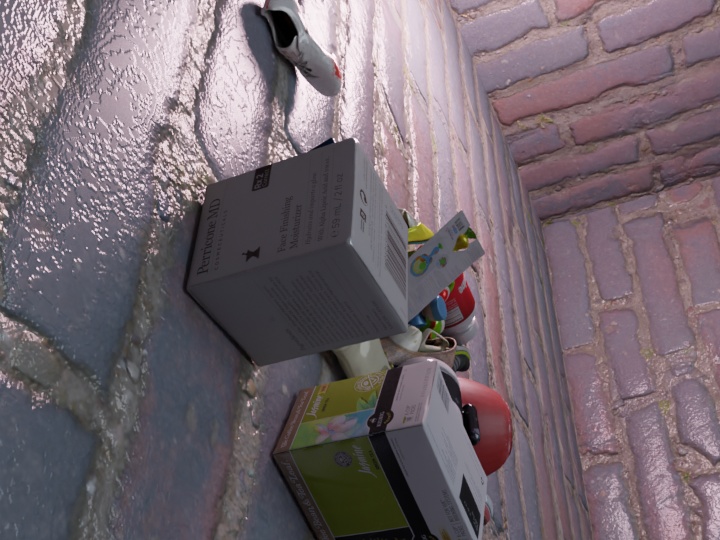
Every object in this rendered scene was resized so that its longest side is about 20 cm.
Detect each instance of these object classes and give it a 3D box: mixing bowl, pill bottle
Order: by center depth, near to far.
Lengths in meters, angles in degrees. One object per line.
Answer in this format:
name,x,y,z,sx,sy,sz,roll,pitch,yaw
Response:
mixing bowl,0.198,0.276,1.478,0.200,0.108,0.201,180,-90,-85
pill bottle,0.164,0.052,1.711,0.112,0.112,0.200,-79,148,-52

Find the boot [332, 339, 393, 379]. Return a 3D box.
boot,0.004,0.089,1.294,0.155,0.072,0.200,65,26,-25

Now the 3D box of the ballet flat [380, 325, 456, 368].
ballet flat,0.091,0.125,1.436,0.200,0.067,0.068,10,20,-48

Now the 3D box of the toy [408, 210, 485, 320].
toy,0.104,-0.006,1.410,0.047,0.200,0.115,47,-5,47

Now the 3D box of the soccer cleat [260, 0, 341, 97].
soccer cleat,-0.096,-0.355,1.378,0.200,0.068,0.085,59,33,-30

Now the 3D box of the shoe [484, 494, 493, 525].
shoe,0.153,0.384,1.356,0.200,0.071,0.091,50,32,-41

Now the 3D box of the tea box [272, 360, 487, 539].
tea box,0.030,0.242,1.054,0.134,0.196,0.201,-69,140,-59

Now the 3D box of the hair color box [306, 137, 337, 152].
hair color box,-0.013,-0.127,1.404,0.200,0.060,0.100,34,31,-61

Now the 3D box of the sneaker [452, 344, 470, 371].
sneaker,0.164,0.187,1.692,0.200,0.074,0.081,24,62,-59

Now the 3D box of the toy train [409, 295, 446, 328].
toy train,0.074,0.008,1.486,0.085,0.115,0.201,19,58,-68

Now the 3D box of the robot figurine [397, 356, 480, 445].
robot figurine,0.096,0.224,1.321,0.150,0.125,0.200,50,23,-24

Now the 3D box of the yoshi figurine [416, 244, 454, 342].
yoshi figurine,0.116,0.062,1.566,0.112,0.112,0.201,58,44,-62

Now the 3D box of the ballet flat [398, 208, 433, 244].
ballet flat,0.052,-0.066,1.393,0.200,0.067,0.067,-17,108,-45

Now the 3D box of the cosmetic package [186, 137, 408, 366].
cosmetic package,-0.064,-0.017,0.986,0.165,0.199,0.165,56,26,-43
